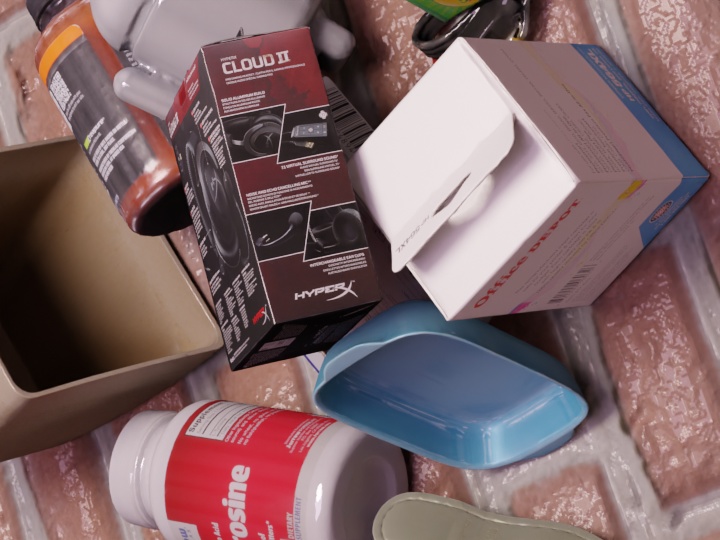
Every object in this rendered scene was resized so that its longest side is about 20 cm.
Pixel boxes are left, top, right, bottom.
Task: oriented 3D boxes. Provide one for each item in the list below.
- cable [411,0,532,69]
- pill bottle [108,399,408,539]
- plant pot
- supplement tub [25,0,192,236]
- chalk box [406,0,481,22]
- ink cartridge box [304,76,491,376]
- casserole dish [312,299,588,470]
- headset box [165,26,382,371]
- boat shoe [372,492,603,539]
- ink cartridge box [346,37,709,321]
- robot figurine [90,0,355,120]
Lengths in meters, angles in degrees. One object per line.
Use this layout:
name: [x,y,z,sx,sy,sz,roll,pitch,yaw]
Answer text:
cable: [0.107,-0.181,1.567,0.200,0.050,0.097,-49,44,12]
pill bottle: [-0.075,0.151,1.650,0.199,0.112,0.113,6,96,34]
plant pot: [-0.258,0.040,1.731,0.177,0.199,0.200,-47,67,39]
supplement tub: [-0.167,-0.132,1.700,0.107,0.107,0.201,-41,71,28]
chalk box: [0.052,-0.253,1.516,0.199,0.124,0.125,-27,62,28]
ink cartridge box: [0.000,0.000,1.607,0.197,0.043,0.200,50,148,17]
casserole dish: [0.058,0.073,1.525,0.121,0.199,0.039,-34,48,35]
headset box: [-0.061,-0.052,1.492,0.149,0.077,0.201,133,124,-70]
boat shoe: [0.105,0.205,1.566,0.200,0.061,0.072,18,58,23]
ink cartridge box: [0.098,-0.059,1.469,0.129,0.199,0.125,-48,66,26]
robot figurine: [-0.103,-0.179,1.620,0.199,0.113,0.170,30,77,-4]
